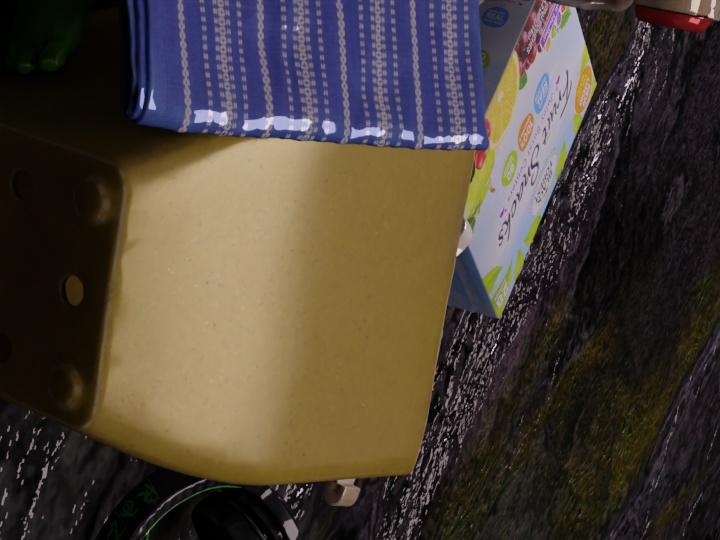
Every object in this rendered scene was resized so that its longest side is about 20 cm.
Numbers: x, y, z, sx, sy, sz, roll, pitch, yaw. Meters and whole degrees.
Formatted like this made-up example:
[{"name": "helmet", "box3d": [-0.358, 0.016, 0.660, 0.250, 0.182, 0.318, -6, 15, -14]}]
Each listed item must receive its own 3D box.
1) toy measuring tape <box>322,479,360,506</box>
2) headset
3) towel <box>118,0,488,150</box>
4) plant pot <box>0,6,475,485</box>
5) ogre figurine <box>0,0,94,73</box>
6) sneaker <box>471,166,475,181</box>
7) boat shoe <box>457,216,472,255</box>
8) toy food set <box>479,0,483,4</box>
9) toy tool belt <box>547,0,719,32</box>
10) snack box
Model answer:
[{"name": "toy measuring tape", "box3d": [-0.049, 0.036, 1.251, 0.074, 0.073, 0.202, 22, 55, -67]}, {"name": "headset", "box3d": [-0.069, 0.181, 1.283, 0.124, 0.094, 0.200, -57, 142, 1]}, {"name": "towel", "box3d": [-0.020, -0.126, 0.946, 0.199, 0.024, 0.146, 1, 84, -41]}, {"name": "plant pot", "box3d": [-0.090, -0.012, 1.030, 0.199, 0.193, 0.197, -8, 112, -53]}, {"name": "ogre figurine", "box3d": [-0.118, -0.166, 0.961, 0.098, 0.199, 0.120, -111, 180, -52]}, {"name": "sneaker", "box3d": [0.000, 0.000, 1.212, 0.084, 0.077, 0.200, 53, 56, -16]}, {"name": "boat shoe", "box3d": [-0.017, -0.049, 1.147, 0.072, 0.200, 0.060, -32, 121, -19]}, {"name": "toy food set", "box3d": [0.030, -0.211, 1.147, 0.060, 0.143, 0.201, 17, 50, -35]}, {"name": "toy tool belt", "box3d": [0.136, -0.226, 1.396, 0.125, 0.199, 0.124, -4, 108, -55]}, {"name": "snack box", "box3d": [0.087, -0.096, 1.536, 0.201, 0.067, 0.169, -64, 155, -21]}]
